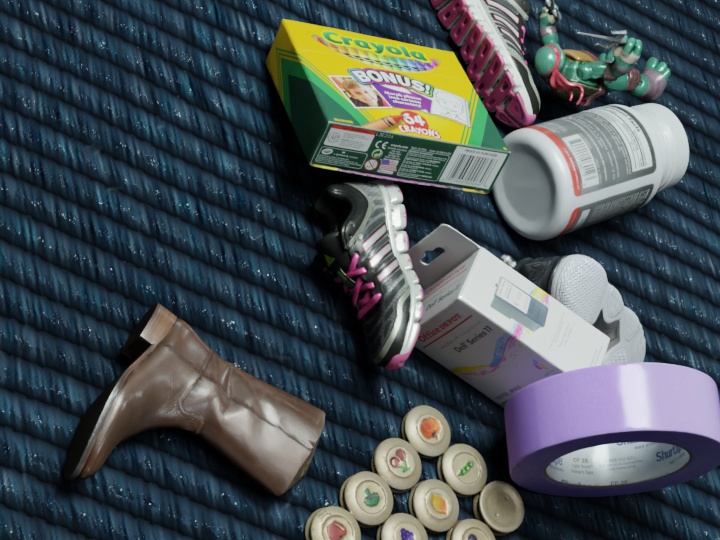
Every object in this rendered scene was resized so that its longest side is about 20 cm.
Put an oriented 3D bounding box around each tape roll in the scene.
[{"bbox_3d":[0.234,0.151,1.441,0.199,0.200,0.066,10,62,-25],"label":"tape roll"}]

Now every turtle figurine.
[{"bbox_3d":[0.238,-0.225,1.655,0.150,0.101,0.199,39,17,36],"label":"turtle figurine"}]

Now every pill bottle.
[{"bbox_3d":[0.242,-0.109,1.624,0.199,0.116,0.116,-17,76,-35],"label":"pill bottle"}]

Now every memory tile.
[{"bbox_3d":[0.054,0.228,1.415,0.153,0.017,0.200,48,53,-2],"label":"memory tile"}]

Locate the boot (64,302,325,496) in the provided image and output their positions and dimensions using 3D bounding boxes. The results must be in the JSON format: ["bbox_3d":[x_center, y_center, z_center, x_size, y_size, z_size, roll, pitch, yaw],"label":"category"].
[{"bbox_3d":[-0.132,0.148,1.324,0.200,0.064,0.187,37,56,-15],"label":"boot"}]

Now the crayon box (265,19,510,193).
[{"bbox_3d":[0.025,-0.161,1.521,0.199,0.058,0.173,7,39,-28],"label":"crayon box"}]

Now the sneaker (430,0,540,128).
[{"bbox_3d":[0.152,-0.248,1.665,0.087,0.074,0.201,-18,72,-28],"label":"sneaker"}]

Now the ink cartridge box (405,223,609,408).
[{"bbox_3d":[0.121,0.053,1.475,0.199,0.117,0.068,35,57,-11],"label":"ink cartridge box"}]

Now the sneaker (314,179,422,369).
[{"bbox_3d":[0.000,0.000,1.452,0.087,0.074,0.201,7,59,-27],"label":"sneaker"}]

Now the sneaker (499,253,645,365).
[{"bbox_3d":[0.207,0.048,1.554,0.076,0.113,0.200,-55,134,-21],"label":"sneaker"}]
